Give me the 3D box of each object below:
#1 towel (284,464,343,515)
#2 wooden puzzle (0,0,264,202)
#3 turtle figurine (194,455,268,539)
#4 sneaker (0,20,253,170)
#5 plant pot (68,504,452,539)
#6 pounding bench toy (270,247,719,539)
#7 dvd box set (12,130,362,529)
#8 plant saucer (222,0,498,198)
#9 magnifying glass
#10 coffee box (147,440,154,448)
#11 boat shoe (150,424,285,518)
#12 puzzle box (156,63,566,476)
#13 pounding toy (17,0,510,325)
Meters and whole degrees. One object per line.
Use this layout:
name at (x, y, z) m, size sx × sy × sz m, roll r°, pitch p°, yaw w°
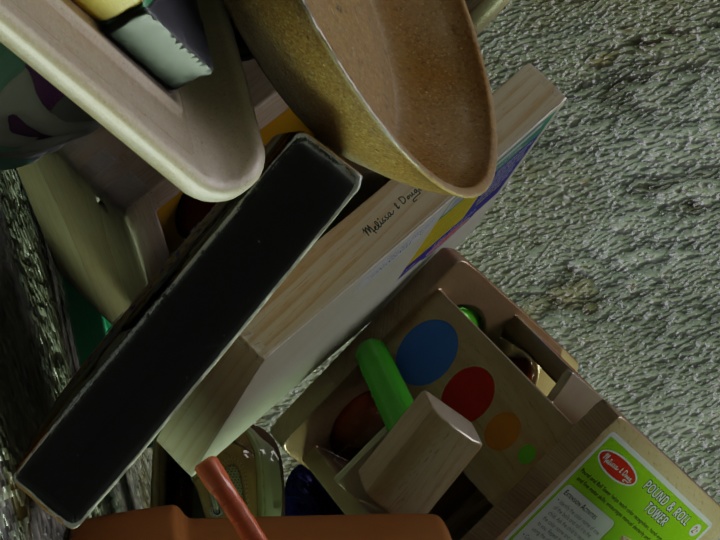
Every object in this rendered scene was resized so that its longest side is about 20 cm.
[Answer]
towel at (0.003, 0.183, 1.133) m, size 0.148 × 0.050 × 0.200 m, roll 49°, pitch -13°, yaw 11°
wooden puzzle at (-0.097, -0.132, 0.605) m, size 0.200 × 0.037 × 0.185 m, roll 34°, pitch 35°, yaw -56°
turtle figurine at (-0.051, 0.150, 0.595) m, size 0.161 × 0.064 × 0.200 m, roll 53°, pitch 30°, yaw -79°
sneaker at (-0.082, -0.085, 0.780) m, size 0.200 × 0.140 × 0.078 m, roll -119°, pitch -164°, yaw -80°
plant pot at (-0.019, 0.175, 0.797) m, size 0.200 × 0.140 × 0.200 m, roll 165°, pitch -90°, yaw -86°
pounding bench toy at (0.040, 0.074, 0.948) m, size 0.200 × 0.124 × 0.156 m, roll 40°, pitch 5°, yaw -47°
dvd box set at (-0.062, 0.013, 0.753) m, size 0.029 × 0.146 × 0.200 m, roll 40°, pitch 0°, yaw -6°
plant saucer at (-0.013, -0.111, 0.724) m, size 0.200 × 0.035 × 0.200 m, roll 53°, pitch 24°, yaw -35°
magnifying glass at (-0.143, -0.002, 1.059) m, size 0.080 × 0.022 × 0.200 m, roll 89°, pitch -11°, yaw -74°
coffee box at (-0.127, -0.002, 1.212) m, size 0.200 × 0.044 × 0.123 m, roll -108°, pitch -161°, yaw -54°
boat shoe at (-0.077, 0.167, 0.989) m, size 0.076 × 0.072 × 0.200 m, roll 18°, pitch 60°, yaw -53°
puzzle box at (0.000, 0.000, 0.923) m, size 0.025 × 0.200 × 0.133 m, roll 45°, pitch -31°, yaw 8°
pounding toy at (-0.036, -0.066, 0.936) m, size 0.142 × 0.200 × 0.184 m, roll 42°, pitch -19°, yaw 27°
